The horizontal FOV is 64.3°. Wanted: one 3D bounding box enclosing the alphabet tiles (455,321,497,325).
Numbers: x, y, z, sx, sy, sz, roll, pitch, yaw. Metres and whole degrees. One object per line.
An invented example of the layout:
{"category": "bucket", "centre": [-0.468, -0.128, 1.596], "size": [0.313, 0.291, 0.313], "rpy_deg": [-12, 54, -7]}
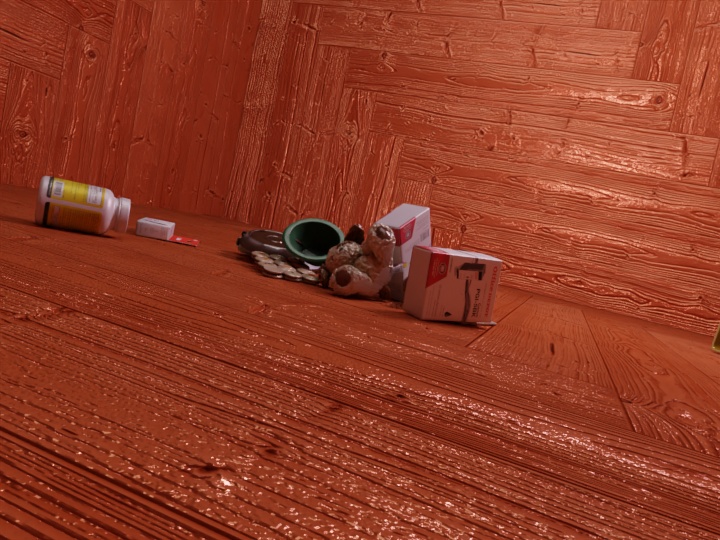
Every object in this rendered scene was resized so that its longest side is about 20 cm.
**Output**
{"category": "alphabet tiles", "centre": [0.208, 0.102, 1.390], "size": [0.198, 0.008, 0.165], "rpy_deg": [17, 7, 41]}

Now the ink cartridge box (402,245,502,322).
{"category": "ink cartridge box", "centre": [0.204, 0.032, 1.260], "size": [0.196, 0.150, 0.083], "rpy_deg": [5, 9, -29]}

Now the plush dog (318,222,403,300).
{"category": "plush dog", "centre": [-0.010, -0.013, 1.365], "size": [0.170, 0.201, 0.161], "rpy_deg": [28, -20, 40]}

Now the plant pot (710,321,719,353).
{"category": "plant pot", "centre": [1.393, 0.233, 1.981], "size": [0.196, 0.200, 0.194], "rpy_deg": [18, 3, -10]}

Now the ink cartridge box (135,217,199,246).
{"category": "ink cartridge box", "centre": [-0.565, -0.116, 1.700], "size": [0.170, 0.045, 0.200], "rpy_deg": [10, 5, -15]}

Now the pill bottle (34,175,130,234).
{"category": "pill bottle", "centre": [-0.662, -0.149, 1.372], "size": [0.196, 0.115, 0.112], "rpy_deg": [11, 4, -28]}

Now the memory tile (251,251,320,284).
{"category": "memory tile", "centre": [-0.190, -0.010, 1.434], "size": [0.150, 0.017, 0.200], "rpy_deg": [10, 13, -24]}

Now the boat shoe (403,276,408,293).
{"category": "boat shoe", "centre": [0.141, 0.049, 1.393], "size": [0.070, 0.078, 0.199], "rpy_deg": [10, -7, 28]}

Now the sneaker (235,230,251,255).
{"category": "sneaker", "centre": [-0.318, -0.086, 1.763], "size": [0.116, 0.075, 0.200], "rpy_deg": [19, 7, -4]}

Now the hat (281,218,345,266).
{"category": "hat", "centre": [-0.125, -0.025, 1.555], "size": [0.197, 0.178, 0.166], "rpy_deg": [-17, 51, -30]}

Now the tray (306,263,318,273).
{"category": "tray", "centre": [-0.187, -0.026, 1.599], "size": [0.106, 0.023, 0.198], "rpy_deg": [-4, 22, -45]}

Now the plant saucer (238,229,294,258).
{"category": "plant saucer", "centre": [-0.243, -0.076, 1.614], "size": [0.196, 0.033, 0.201], "rpy_deg": [15, 18, -5]}

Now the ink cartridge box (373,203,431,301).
{"category": "ink cartridge box", "centre": [0.111, -0.046, 1.456], "size": [0.082, 0.204, 0.145], "rpy_deg": [14, 32, 34]}
